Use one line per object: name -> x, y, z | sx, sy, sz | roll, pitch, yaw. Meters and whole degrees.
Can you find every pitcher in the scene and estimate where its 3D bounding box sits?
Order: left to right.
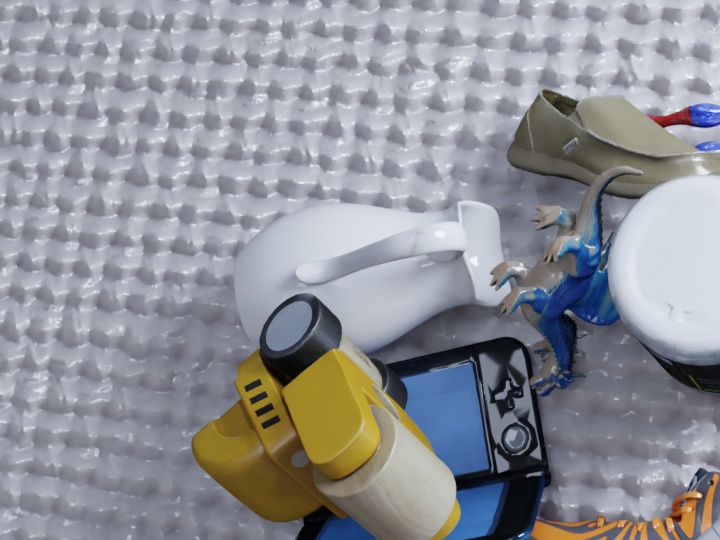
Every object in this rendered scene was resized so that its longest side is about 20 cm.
pitcher -> 0.000, 0.000, 1.197 | 0.198, 0.171, 0.123 | -12, 78, 16

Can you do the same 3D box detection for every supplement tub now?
supplement tub -> 0.246, 0.018, 1.089 | 0.121, 0.200, 0.124 | -5, 75, 18

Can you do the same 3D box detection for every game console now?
game console -> 0.032, 0.140, 1.178 | 0.198, 0.118, 0.173 | -14, 71, 16

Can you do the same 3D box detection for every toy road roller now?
toy road roller -> -0.033, 0.131, 1.123 | 0.146, 0.123, 0.200 | -41, 37, 7

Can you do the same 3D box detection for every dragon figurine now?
dragon figurine -> 0.163, 0.002, 1.152 | 0.201, 0.099, 0.059 | -56, 30, 25

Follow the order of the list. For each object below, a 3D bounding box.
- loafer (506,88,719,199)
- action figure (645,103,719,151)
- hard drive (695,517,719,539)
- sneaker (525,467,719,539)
loafer -> 0.187, -0.095, 1.171 | 0.199, 0.075, 0.068 | 15, 105, 45
action figure -> 0.319, -0.104, 1.175 | 0.198, 0.098, 0.066 | -11, 75, 40
hard drive -> 0.209, 0.270, 1.036 | 0.200, 0.027, 0.132 | -45, 42, 11
sneaker -> 0.208, 0.190, 1.136 | 0.198, 0.078, 0.113 | 18, 78, 13
